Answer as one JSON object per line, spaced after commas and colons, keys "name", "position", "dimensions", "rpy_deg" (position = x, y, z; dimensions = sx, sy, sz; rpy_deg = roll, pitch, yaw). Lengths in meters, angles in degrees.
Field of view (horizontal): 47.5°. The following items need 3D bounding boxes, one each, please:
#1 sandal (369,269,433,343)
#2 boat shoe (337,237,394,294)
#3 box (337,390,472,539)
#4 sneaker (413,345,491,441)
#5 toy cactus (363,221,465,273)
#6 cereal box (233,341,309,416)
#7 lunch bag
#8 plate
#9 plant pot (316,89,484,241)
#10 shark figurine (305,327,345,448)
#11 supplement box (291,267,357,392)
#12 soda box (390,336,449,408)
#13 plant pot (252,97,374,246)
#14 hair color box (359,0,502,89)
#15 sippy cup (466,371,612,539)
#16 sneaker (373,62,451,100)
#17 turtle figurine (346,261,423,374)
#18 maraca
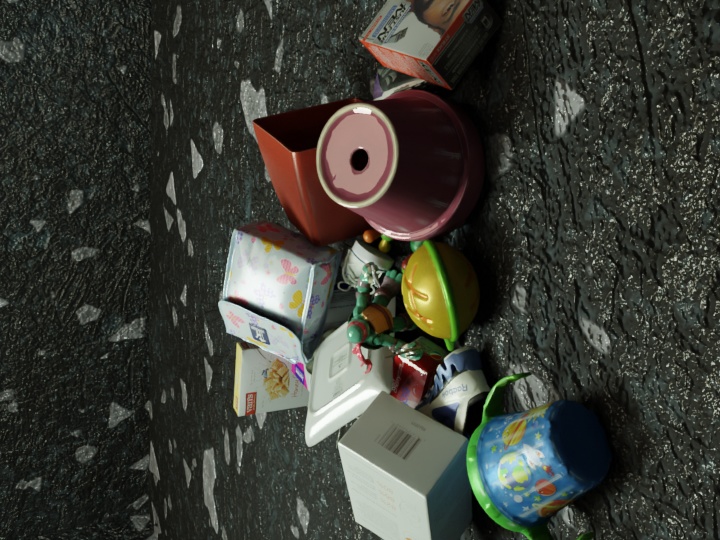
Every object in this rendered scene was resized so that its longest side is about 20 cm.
{"name": "sandal", "position": [0.056, 0.065, 1.322], "dimensions": [0.201, 0.042, 0.078], "rpy_deg": [55, 142, 46]}
{"name": "boat shoe", "position": [-0.004, -0.002, 1.341], "dimensions": [0.088, 0.073, 0.202], "rpy_deg": [-65, 16, 3]}
{"name": "box", "position": [0.067, 0.296, 1.144], "dimensions": [0.150, 0.106, 0.203], "rpy_deg": [25, 143, 30]}
{"name": "sneaker", "position": [0.134, 0.217, 1.143], "dimensions": [0.116, 0.079, 0.202], "rpy_deg": [-118, 35, -42]}
{"name": "toy cactus", "position": [0.083, -0.089, 1.200], "dimensions": [0.163, 0.100, 0.206], "rpy_deg": [12, 98, 53]}
{"name": "cereal box", "position": [-0.148, 0.201, 1.600], "dimensions": [0.039, 0.195, 0.147], "rpy_deg": [41, 131, 54]}
{"name": "lunch bag", "position": [-0.139, 0.043, 1.358], "dimensions": [0.167, 0.127, 0.204], "rpy_deg": [23, 113, 19]}
{"name": "plate", "position": [-0.022, 0.148, 1.280], "dimensions": [0.199, 0.032, 0.203], "rpy_deg": [-38, 32, 34]}
{"name": "plant pot", "position": [0.042, -0.143, 1.079], "dimensions": [0.196, 0.177, 0.206], "rpy_deg": [0, 90, 34]}
{"name": "shark figurine", "position": [-0.048, 0.189, 1.417], "dimensions": [0.215, 0.126, 0.091], "rpy_deg": [52, 158, 38]}
{"name": "supplement box", "position": [-0.065, 0.108, 1.522], "dimensions": [0.101, 0.101, 0.205], "rpy_deg": [31, 124, 59]}
{"name": "soda box", "position": [0.078, 0.205, 1.254], "dimensions": [0.063, 0.069, 0.204], "rpy_deg": [31, 126, 30]}
{"name": "plant pot", "position": [-0.047, -0.157, 1.348], "dimensions": [0.200, 0.196, 0.180], "rpy_deg": [-138, 38, -55]}
{"name": "hair color box", "position": [0.088, -0.323, 1.103], "dimensions": [0.112, 0.064, 0.200], "rpy_deg": [-52, 35, 1]}
{"name": "sippy cup", "position": [0.211, 0.215, 0.941], "dimensions": [0.178, 0.140, 0.130], "rpy_deg": [44, 136, -4]}
{"name": "sneaker", "position": [0.069, -0.292, 1.200], "dimensions": [0.199, 0.074, 0.090], "rpy_deg": [-178, 90, -64]}
{"name": "turtle figurine", "position": [0.030, 0.065, 1.174], "dimensions": [0.099, 0.199, 0.152], "rpy_deg": [-28, 90, 27]}
{"name": "maraca", "position": [0.111, 0.037, 1.141], "dimensions": [0.201, 0.104, 0.140], "rpy_deg": [79, 177, -66]}
